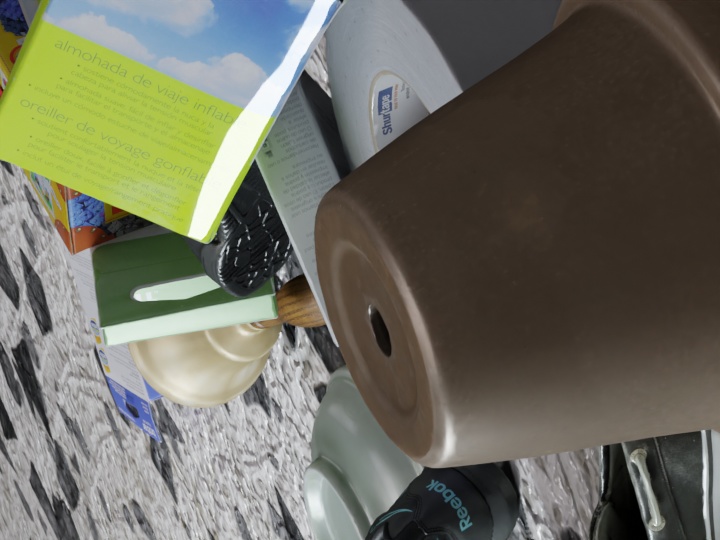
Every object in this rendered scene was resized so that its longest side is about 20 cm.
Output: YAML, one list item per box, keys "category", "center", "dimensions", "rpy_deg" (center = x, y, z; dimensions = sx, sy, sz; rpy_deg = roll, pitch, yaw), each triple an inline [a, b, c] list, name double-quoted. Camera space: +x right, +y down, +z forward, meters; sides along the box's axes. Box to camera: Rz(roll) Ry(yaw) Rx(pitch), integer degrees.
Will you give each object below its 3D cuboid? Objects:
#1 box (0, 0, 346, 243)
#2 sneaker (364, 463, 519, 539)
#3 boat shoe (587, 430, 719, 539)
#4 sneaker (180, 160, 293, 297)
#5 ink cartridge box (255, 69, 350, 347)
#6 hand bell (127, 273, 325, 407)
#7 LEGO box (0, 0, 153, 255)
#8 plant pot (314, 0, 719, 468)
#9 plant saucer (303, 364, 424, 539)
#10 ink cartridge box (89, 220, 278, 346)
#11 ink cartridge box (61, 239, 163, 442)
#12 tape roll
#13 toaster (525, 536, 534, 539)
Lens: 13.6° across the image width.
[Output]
- category: "box"
  center: [-0.086, -0.108, 1.383]
  dimensions: [0.048, 0.121, 0.200]
  rpy_deg: [-78, 14, -44]
- category: "sneaker"
  center: [0.020, 0.167, 1.663]
  dimensions: [0.075, 0.079, 0.200]
  rpy_deg: [43, 146, 14]
- category: "boat shoe"
  center: [0.131, 0.120, 1.350]
  dimensions: [0.071, 0.063, 0.201]
  rpy_deg: [51, 156, 46]
- category: "sneaker"
  center: [-0.096, -0.067, 1.568]
  dimensions: [0.104, 0.060, 0.200]
  rpy_deg: [43, 170, 25]
- category: "ink cartridge box"
  center: [0.000, 0.000, 1.538]
  dimensions: [0.200, 0.040, 0.201]
  rpy_deg: [39, -153, -79]
- category: "hand bell"
  center: [-0.055, 0.025, 1.822]
  dimensions: [0.200, 0.104, 0.105]
  rpy_deg: [-11, 100, 61]
- category: "LEGO box"
  center: [-0.143, -0.125, 1.763]
  dimensions: [0.200, 0.148, 0.077]
  rpy_deg: [57, 160, 34]
- category: "plant pot"
  center: [0.081, -0.009, 1.164]
  dimensions: [0.201, 0.174, 0.201]
  rpy_deg: [57, 159, 37]
- category: "plant saucer"
  center: [0.010, 0.157, 1.800]
  dimensions: [0.200, 0.050, 0.201]
  rpy_deg: [56, 159, 35]
- category: "ink cartridge box"
  center: [-0.105, -0.012, 1.764]
  dimensions: [0.200, 0.103, 0.060]
  rpy_deg: [-103, 5, -54]
- category: "ink cartridge box"
  center: [-0.178, 0.020, 2.239]
  dimensions: [0.119, 0.042, 0.201]
  rpy_deg: [-158, 52, -68]
- category: "tape roll"
  center: [0.055, -0.052, 1.379]
  dimensions: [0.201, 0.066, 0.201]
  rpy_deg: [58, 161, 34]
- category: "toaster"
  center: [0.091, 0.226, 1.522]
  dimensions: [0.201, 0.113, 0.129]
  rpy_deg: [69, 166, -7]
